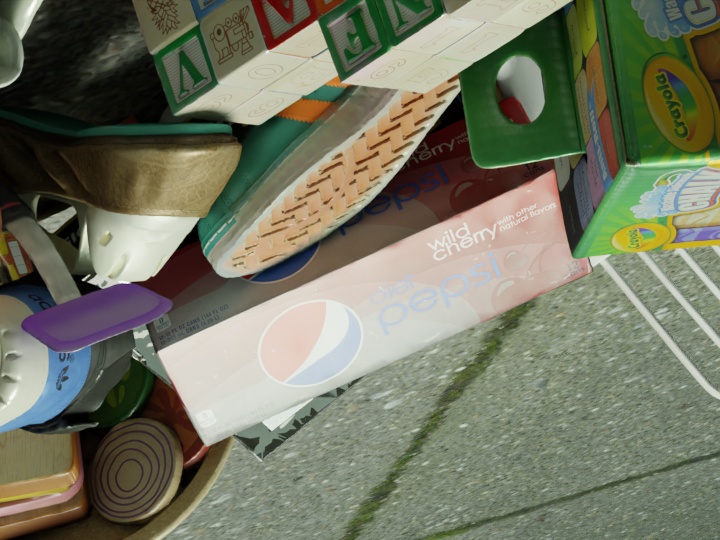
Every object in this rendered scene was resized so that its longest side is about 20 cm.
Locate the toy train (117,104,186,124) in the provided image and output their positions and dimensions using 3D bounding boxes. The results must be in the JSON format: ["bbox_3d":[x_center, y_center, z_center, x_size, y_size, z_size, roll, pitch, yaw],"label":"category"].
[{"bbox_3d":[-0.068,-0.037,1.459,0.114,0.085,0.200,-37,157,11],"label":"toy train"}]

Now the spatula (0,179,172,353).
[{"bbox_3d":[-0.140,-0.010,1.237,0.056,0.200,0.021,-20,124,-21],"label":"spatula"}]

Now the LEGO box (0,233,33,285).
[{"bbox_3d":[-0.248,0.019,1.421,0.148,0.078,0.200,-20,164,4],"label":"LEGO box"}]

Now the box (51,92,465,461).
[{"bbox_3d":[-0.027,-0.020,1.369,0.200,0.049,0.160,-40,131,10],"label":"box"}]

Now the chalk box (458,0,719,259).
[{"bbox_3d":[0.142,-0.083,1.189,0.199,0.125,0.124,-5,163,-9],"label":"chalk box"}]

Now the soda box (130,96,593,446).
[{"bbox_3d":[0.000,0.000,1.319,0.199,0.064,0.070,-24,130,-1],"label":"soda box"}]

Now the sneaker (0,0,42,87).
[{"bbox_3d":[-0.183,-0.099,1.084,0.200,0.100,0.075,-29,163,34],"label":"sneaker"}]

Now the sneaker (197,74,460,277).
[{"bbox_3d":[-0.010,-0.088,1.261,0.200,0.080,0.071,-48,155,12],"label":"sneaker"}]

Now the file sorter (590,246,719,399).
[{"bbox_3d":[0.218,-0.040,1.507,0.139,0.125,0.200,-36,-170,26],"label":"file sorter"}]

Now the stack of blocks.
[{"bbox_3d":[0.002,-0.131,1.165,0.200,0.116,0.058,-30,161,32],"label":"stack of blocks"}]

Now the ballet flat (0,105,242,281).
[{"bbox_3d":[-0.115,-0.033,1.273,0.068,0.073,0.200,3,-177,-37],"label":"ballet flat"}]

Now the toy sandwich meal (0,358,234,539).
[{"bbox_3d":[-0.163,0.070,1.529,0.204,0.206,0.070,-22,146,7],"label":"toy sandwich meal"}]

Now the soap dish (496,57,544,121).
[{"bbox_3d":[0.124,-0.131,1.362,0.157,0.082,0.200,-21,164,6],"label":"soap dish"}]

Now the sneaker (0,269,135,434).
[{"bbox_3d":[-0.189,0.051,1.305,0.199,0.077,0.111,-20,173,36],"label":"sneaker"}]
